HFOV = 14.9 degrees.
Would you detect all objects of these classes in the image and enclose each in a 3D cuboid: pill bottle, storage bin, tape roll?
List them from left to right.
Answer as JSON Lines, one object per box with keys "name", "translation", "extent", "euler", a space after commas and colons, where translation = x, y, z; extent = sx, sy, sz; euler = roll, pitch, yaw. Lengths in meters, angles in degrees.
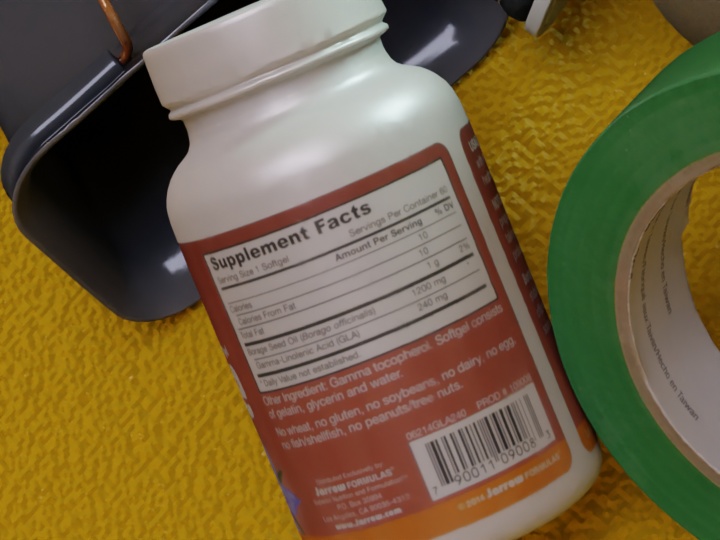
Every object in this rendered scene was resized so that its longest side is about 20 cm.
{"name": "storage bin", "translation": [-0.070, -0.107, 1.069], "extent": [0.200, 0.146, 0.134], "euler": [-41, 52, 3]}
{"name": "pill bottle", "translation": [0.000, 0.000, 0.964], "extent": [0.112, 0.112, 0.201], "euler": [-21, 96, 13]}
{"name": "tape roll", "translation": [0.160, 0.014, 0.903], "extent": [0.200, 0.201, 0.048], "euler": [18, 37, 26]}

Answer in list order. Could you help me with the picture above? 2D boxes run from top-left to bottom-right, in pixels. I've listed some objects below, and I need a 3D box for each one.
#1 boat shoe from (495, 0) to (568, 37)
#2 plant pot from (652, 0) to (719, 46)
{"name": "boat shoe", "translation": [0.079, -0.184, 1.009], "extent": [0.060, 0.076, 0.201], "euler": [23, 114, 9]}
{"name": "plant pot", "translation": [0.170, -0.138, 0.966], "extent": [0.134, 0.200, 0.201], "euler": [-22, 61, 46]}
